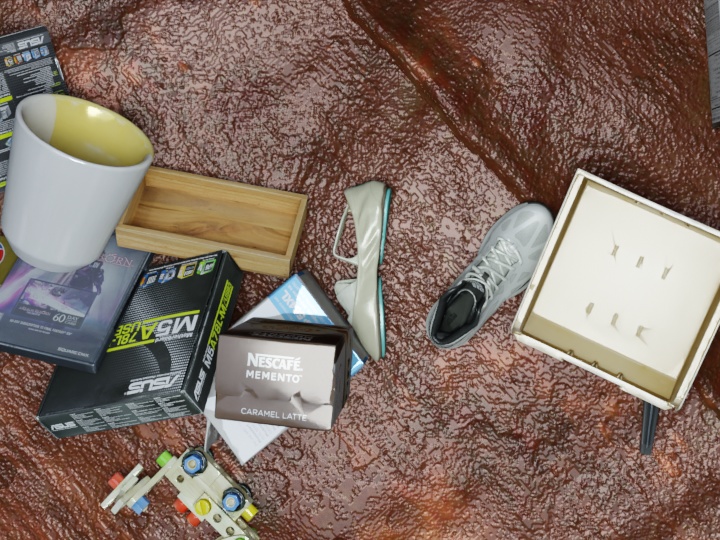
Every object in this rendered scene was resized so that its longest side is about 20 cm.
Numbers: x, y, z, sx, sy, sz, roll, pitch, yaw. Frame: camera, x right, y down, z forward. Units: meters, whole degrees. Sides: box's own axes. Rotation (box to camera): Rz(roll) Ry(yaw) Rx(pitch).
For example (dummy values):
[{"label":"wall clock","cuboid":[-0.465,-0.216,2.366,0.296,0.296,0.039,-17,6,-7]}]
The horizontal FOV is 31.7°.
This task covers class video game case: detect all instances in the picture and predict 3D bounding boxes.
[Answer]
[{"label":"video game case","cuboid":[-0.318,0.016,1.395,0.141,0.019,0.202,12,51,9]}]

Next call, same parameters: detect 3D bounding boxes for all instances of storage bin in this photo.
[{"label":"storage bin","cuboid":[0.289,0.023,1.377,0.198,0.094,0.201,24,98,10]}]

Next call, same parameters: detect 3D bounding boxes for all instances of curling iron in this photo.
[{"label":"curling iron","cuboid":[0.325,0.107,1.435,0.049,0.026,0.204,0,93,10]}]

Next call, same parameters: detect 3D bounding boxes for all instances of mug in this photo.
[{"label":"mug","cuboid":[-0.301,-0.084,1.368,0.149,0.185,0.155,45,121,36]}]

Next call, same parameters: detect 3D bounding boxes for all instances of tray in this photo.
[{"label":"tray","cuboid":[-0.165,-0.055,1.428,0.197,0.037,0.100,10,51,4]}]

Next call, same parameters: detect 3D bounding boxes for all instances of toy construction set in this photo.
[{"label":"toy construction set","cuboid":[-0.195,0.282,1.451,0.200,0.092,0.131,42,95,-10]}]

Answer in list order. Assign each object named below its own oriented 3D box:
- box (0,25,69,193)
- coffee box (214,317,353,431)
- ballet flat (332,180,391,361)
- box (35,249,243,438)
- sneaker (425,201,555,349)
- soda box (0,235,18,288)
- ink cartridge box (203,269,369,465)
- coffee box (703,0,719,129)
[{"label":"box","cuboid":[-0.412,-0.165,1.391,0.199,0.044,0.163,-26,105,-37]},{"label":"coffee box","cuboid":[-0.070,0.097,1.244,0.112,0.200,0.081,5,93,3]},{"label":"ballet flat","cuboid":[0.000,0.000,1.432,0.068,0.069,0.204,2,84,4]},{"label":"box","cuboid":[-0.236,0.079,1.372,0.197,0.195,0.048,-11,133,26]},{"label":"sneaker","cuboid":[0.148,0.011,1.396,0.075,0.115,0.201,39,94,1]},{"label":"soda box","cuboid":[-0.462,-0.010,1.450,0.197,0.064,0.068,18,50,3]},{"label":"ink cartridge box","cuboid":[-0.104,0.111,1.411,0.199,0.129,0.126,-38,90,4]},{"label":"coffee box","cuboid":[0.439,-0.260,1.382,0.111,0.080,0.204,-5,92,3]}]
